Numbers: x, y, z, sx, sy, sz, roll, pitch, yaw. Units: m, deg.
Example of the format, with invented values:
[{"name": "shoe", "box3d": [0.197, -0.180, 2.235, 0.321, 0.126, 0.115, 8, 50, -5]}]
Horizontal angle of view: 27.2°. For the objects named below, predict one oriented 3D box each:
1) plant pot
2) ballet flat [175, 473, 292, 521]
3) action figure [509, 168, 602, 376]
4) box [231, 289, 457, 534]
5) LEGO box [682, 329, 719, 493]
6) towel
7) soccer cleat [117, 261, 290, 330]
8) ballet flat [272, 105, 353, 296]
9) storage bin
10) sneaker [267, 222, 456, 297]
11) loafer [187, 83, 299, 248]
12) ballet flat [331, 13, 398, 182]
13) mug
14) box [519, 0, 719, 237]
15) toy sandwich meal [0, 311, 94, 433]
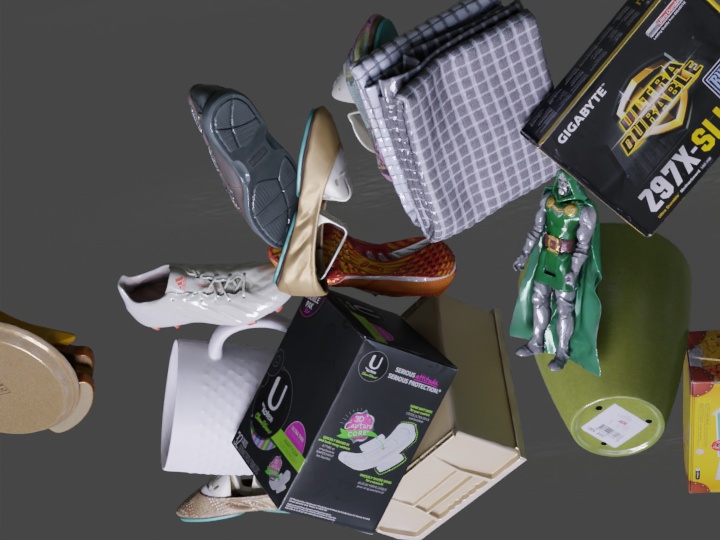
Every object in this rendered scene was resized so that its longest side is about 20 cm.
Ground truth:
[{"name": "plant pot", "box3d": [0.259, 0.087, 1.542, 0.186, 0.200, 0.187, 2, 135, 2]}, {"name": "ballet flat", "box3d": [-0.136, 0.269, 1.855, 0.199, 0.071, 0.065, -7, 107, 7]}, {"name": "action figure", "box3d": [0.191, -0.006, 1.440, 0.118, 0.055, 0.201, 21, 116, 39]}, {"name": "box", "box3d": [-0.020, 0.142, 1.546, 0.124, 0.149, 0.200, 21, 102, -32]}, {"name": "LEGO box", "box3d": [0.443, 0.160, 1.685, 0.148, 0.077, 0.200, -4, 134, 7]}, {"name": "towel", "box3d": [0.100, -0.140, 1.375, 0.165, 0.086, 0.200, -30, 131, -9]}, {"name": "soccer cleat", "box3d": [-0.166, 0.022, 1.594, 0.199, 0.069, 0.078, -9, 144, 22]}, {"name": "ballet flat", "box3d": [-0.038, -0.065, 1.482, 0.063, 0.069, 0.201, 15, 115, 5]}, {"name": "storage bin", "box3d": [0.068, 0.158, 1.616, 0.094, 0.200, 0.199, 21, 133, -29]}, {"name": "sneaker", "box3d": [0.000, 0.000, 1.570, 0.199, 0.073, 0.077, 10, 150, 1]}, {"name": "loafer", "box3d": [-0.112, -0.109, 1.487, 0.072, 0.063, 0.200, -40, 134, -17]}, {"name": "ballet flat", "box3d": [0.015, -0.157, 1.425, 0.071, 0.069, 0.200, 10, 140, 31]}, {"name": "mug", "box3d": [-0.123, 0.135, 1.664, 0.175, 0.148, 0.201, 6, 118, -12]}, {"name": "box", "box3d": [0.268, -0.153, 1.360, 0.160, 0.049, 0.200, 35, 100, -29]}, {"name": "toy sandwich meal", "box3d": [-0.400, 0.111, 1.709, 0.204, 0.070, 0.206, 5, 134, 6]}]
